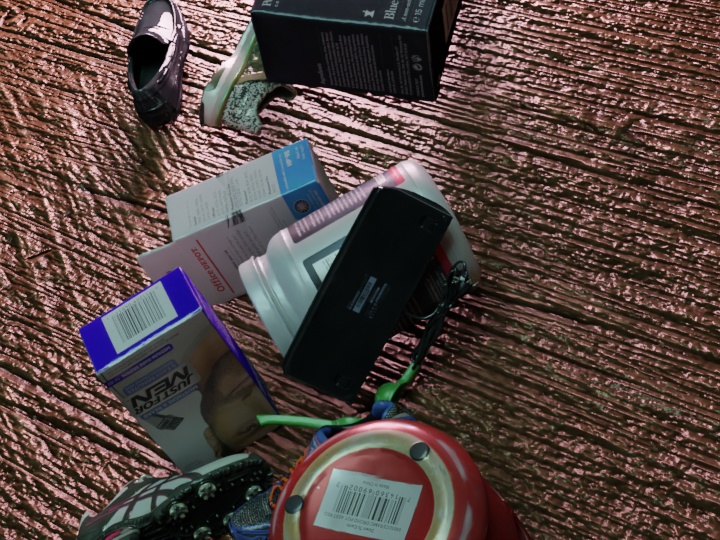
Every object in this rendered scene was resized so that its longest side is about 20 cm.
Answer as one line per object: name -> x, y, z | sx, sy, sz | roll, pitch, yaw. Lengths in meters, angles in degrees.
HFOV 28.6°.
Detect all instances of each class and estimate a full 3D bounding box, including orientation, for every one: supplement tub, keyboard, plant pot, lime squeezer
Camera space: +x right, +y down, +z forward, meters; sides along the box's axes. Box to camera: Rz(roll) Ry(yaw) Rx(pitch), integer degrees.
supplement tub -> 0.000, 0.000, 1.332 | 0.199, 0.141, 0.141 | -29, 49, 1
keyboard -> 0.025, 0.030, 1.262 | 0.201, 0.126, 0.021 | -61, 13, 13
plant pot -> 0.032, 0.234, 1.119 | 0.199, 0.183, 0.202 | -12, 53, 17
lime squeezer -> 0.007, 0.118, 1.307 | 0.199, 0.038, 0.071 | -30, 53, -2

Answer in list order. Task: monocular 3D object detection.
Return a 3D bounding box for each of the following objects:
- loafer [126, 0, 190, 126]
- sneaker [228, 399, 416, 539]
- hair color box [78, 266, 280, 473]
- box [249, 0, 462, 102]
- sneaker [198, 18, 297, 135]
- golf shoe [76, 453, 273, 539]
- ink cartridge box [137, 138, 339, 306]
loafer -> -0.244, -0.262, 1.683 | 0.068, 0.071, 0.202 | -14, 51, 13
sneaker -> -0.032, 0.177, 1.247 | 0.199, 0.079, 0.075 | -31, 31, -3
hair color box -> -0.160, 0.099, 1.289 | 0.109, 0.200, 0.065 | -32, 51, -2
box -> 0.005, -0.306, 1.549 | 0.198, 0.118, 0.198 | 8, 59, 14
sneaker -> -0.106, -0.227, 1.614 | 0.088, 0.077, 0.201 | 28, 65, 3
golf shoe -> -0.177, 0.213, 1.298 | 0.199, 0.077, 0.088 | -30, 42, 0
ink cartridge box -> -0.119, -0.041, 1.432 | 0.199, 0.116, 0.067 | -22, 50, 7
